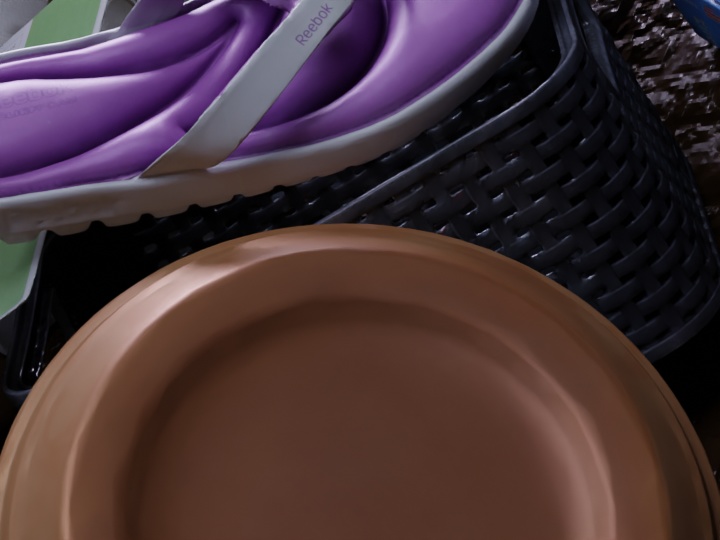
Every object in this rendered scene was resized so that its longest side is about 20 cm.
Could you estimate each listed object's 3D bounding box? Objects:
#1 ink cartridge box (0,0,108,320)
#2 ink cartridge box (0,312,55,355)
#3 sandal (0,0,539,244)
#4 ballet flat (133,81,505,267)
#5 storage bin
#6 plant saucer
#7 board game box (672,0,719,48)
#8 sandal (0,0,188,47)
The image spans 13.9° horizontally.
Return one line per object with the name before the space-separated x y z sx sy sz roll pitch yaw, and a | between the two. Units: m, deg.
ink cartridge box | -0.131 0.003 0.937 0.200 0.048 0.146 -30 37 40
ink cartridge box | -0.148 -0.091 1.078 0.146 0.200 0.084 -47 37 -13
sandal | -0.041 -0.060 0.833 0.202 0.050 0.083 -23 53 -9
ballet flat | -0.042 -0.027 1.017 0.199 0.073 0.073 -13 40 16
storage bin | 0.000 0.000 0.908 0.199 0.094 0.135 -30 22 11
plant saucer | 0.001 0.071 0.765 0.199 0.038 0.201 2 60 -4
board game box | 0.201 -0.101 0.913 0.151 0.037 0.200 -41 33 -4
sandal | -0.048 -0.109 1.047 0.199 0.054 0.080 -35 70 -10
